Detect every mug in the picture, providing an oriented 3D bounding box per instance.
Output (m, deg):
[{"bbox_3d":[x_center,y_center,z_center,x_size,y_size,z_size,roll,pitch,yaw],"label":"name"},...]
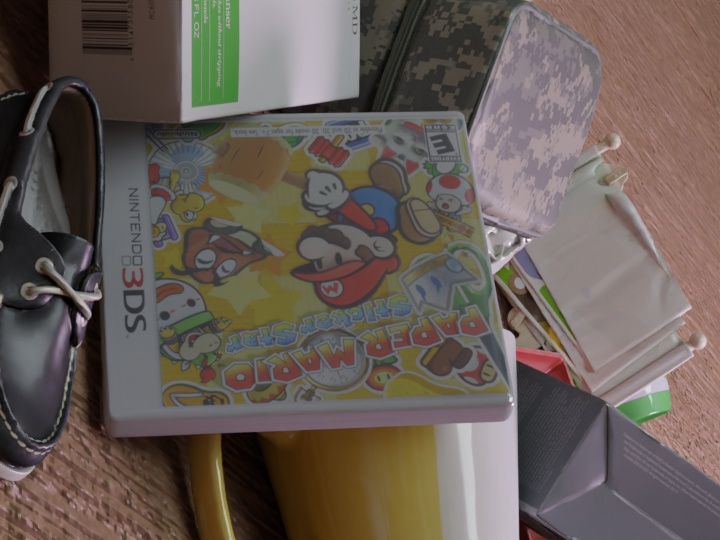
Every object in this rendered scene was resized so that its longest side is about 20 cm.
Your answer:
[{"bbox_3d":[0.003,0.122,1.013,0.149,0.186,0.154,116,-34,-76],"label":"mug"}]

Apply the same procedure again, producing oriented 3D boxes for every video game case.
[{"bbox_3d":[-0.033,-0.003,0.959,0.023,0.199,0.183,103,-18,-55],"label":"video game case"}]

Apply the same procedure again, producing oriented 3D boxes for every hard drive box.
[{"bbox_3d":[0.126,0.122,1.138,0.156,0.077,0.200,36,-5,-26],"label":"hard drive box"}]

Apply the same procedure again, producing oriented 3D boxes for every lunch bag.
[{"bbox_3d":[0.037,-0.113,1.179,0.200,0.167,0.140,11,97,-64],"label":"lunch bag"}]

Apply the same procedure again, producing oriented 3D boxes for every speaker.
[{"bbox_3d":[0.181,0.030,1.524,0.088,0.088,0.201,5,64,-66],"label":"speaker"}]

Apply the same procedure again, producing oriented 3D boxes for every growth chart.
[{"bbox_3d":[0.175,0.010,1.475,0.018,0.144,0.201,58,8,-80],"label":"growth chart"}]

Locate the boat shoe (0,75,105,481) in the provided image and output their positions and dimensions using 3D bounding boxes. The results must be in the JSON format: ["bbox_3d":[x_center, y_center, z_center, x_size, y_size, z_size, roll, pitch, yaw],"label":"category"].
[{"bbox_3d":[-0.144,-0.003,0.846,0.074,0.060,0.201,46,30,-43],"label":"boat shoe"}]

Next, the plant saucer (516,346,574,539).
[{"bbox_3d":[0.128,0.153,1.355,0.199,0.037,0.201,12,59,-64],"label":"plant saucer"}]

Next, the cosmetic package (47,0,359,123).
[{"bbox_3d":[-0.078,-0.138,1.010,0.200,0.084,0.108,-20,112,-61],"label":"cosmetic package"}]

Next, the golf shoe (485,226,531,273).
[{"bbox_3d":[0.078,-0.032,1.308,0.200,0.092,0.073,-60,137,-44],"label":"golf shoe"}]
